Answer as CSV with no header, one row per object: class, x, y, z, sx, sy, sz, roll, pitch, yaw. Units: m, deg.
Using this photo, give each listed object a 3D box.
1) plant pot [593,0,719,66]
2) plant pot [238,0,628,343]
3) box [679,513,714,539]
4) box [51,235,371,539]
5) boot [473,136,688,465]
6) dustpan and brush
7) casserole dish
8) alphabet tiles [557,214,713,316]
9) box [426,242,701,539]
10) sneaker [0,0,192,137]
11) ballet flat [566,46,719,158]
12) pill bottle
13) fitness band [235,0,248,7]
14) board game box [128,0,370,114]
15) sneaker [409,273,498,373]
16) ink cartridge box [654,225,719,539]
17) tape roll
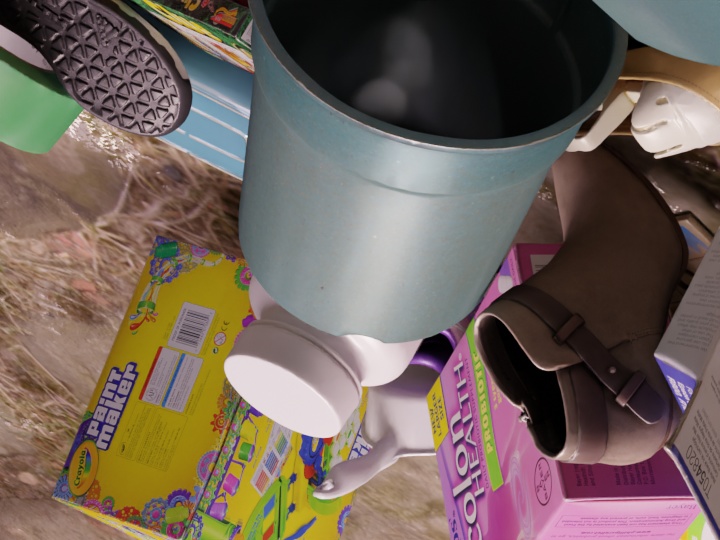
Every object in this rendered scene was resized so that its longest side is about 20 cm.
plant pot,0.169,-0.178,1.213,0.141,0.141,0.200,40,162,-16
plant pot,0.022,-0.076,1.433,0.200,0.200,0.196,27,139,10
box,0.239,0.135,1.718,0.101,0.113,0.200,27,159,-1
box,-0.088,0.110,1.903,0.122,0.200,0.193,15,167,33
boot,0.122,0.017,1.518,0.200,0.146,0.070,60,138,19
dustpan and brush,0.035,0.105,1.816,0.139,0.200,0.057,9,107,40
casserole dish,-0.106,-0.113,1.762,0.200,0.039,0.121,28,155,12
alphabet tiles,0.200,0.032,1.711,0.167,0.008,0.200,42,153,-21
box,0.124,0.108,1.662,0.096,0.176,0.200,0,149,-16
sneaker,-0.177,-0.170,1.696,0.200,0.083,0.072,42,119,0
ballet flat,0.153,-0.089,1.476,0.200,0.063,0.069,5,145,44
pill bottle,0.000,0.000,1.651,0.111,0.200,0.111,25,154,13
fitness band,-0.131,-0.216,1.540,0.200,0.037,0.144,39,177,-16
board game box,-0.079,-0.142,1.597,0.105,0.023,0.200,35,176,-34
sneaker,0.015,0.016,1.789,0.200,0.089,0.081,27,156,4
ink cartridge box,0.227,0.072,1.524,0.041,0.200,0.200,10,147,34
tape roll,-0.263,-0.158,1.720,0.200,0.048,0.200,40,-169,-9
